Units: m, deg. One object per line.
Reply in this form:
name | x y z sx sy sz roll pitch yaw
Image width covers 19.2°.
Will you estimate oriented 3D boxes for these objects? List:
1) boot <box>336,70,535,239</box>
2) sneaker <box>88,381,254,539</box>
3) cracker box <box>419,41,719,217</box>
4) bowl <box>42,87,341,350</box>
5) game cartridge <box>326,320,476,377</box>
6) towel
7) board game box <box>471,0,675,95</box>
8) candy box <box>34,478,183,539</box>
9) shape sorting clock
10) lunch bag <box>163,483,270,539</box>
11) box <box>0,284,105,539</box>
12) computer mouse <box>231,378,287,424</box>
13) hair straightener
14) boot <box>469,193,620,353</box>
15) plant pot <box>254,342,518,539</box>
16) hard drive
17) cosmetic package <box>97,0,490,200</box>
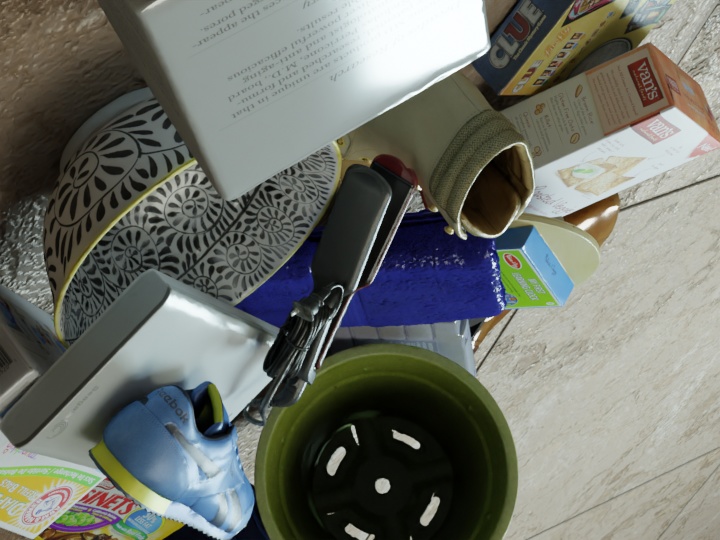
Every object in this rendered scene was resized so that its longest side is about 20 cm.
boot | 0.039 -0.073 1.376 0.073 0.155 0.200 -26 155 -27
sneaker | -0.096 0.116 1.330 0.078 0.066 0.200 -48 158 1
cracker box | 0.153 -0.089 1.568 0.200 0.058 0.134 -25 162 20
bowl | -0.119 -0.047 1.269 0.201 0.094 0.201 -32 157 -15
game cartridge | 0.024 0.061 1.678 0.130 0.038 0.200 -4 158 4
towel | 0.000 0.000 1.489 0.200 0.050 0.148 -4 161 5
board game box | 0.182 -0.206 1.494 0.135 0.035 0.200 -6 142 -52
candy box | -0.192 0.161 1.523 0.102 0.026 0.200 -35 150 1
shape sorting clock | 0.079 -0.009 1.584 0.200 0.039 0.200 3 161 1
lunch bag | -0.103 0.241 1.727 0.132 0.200 0.136 -36 124 -2
box | -0.232 0.084 1.340 0.112 0.101 0.200 -40 157 3
computer mouse | -0.134 0.108 1.594 0.200 0.053 0.138 -45 163 19
hair straightener | -0.033 0.019 1.328 0.077 0.041 0.200 -21 145 -60
boot | 0.123 0.018 1.832 0.200 0.068 0.188 -30 150 -38
plant pot | 0.018 0.167 1.691 0.200 0.200 0.190 -36 174 -5
hard drive | -0.126 0.071 1.319 0.132 0.026 0.200 -46 158 6
cosmetic package | -0.052 -0.172 1.024 0.165 0.165 0.200 -30 158 -5
